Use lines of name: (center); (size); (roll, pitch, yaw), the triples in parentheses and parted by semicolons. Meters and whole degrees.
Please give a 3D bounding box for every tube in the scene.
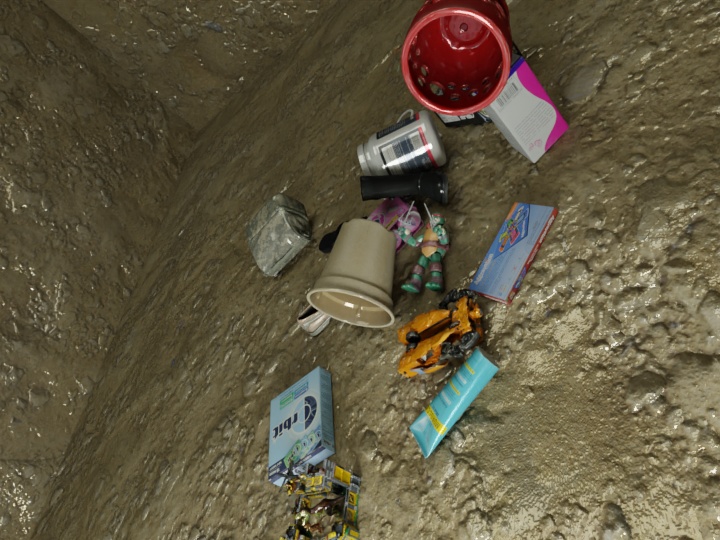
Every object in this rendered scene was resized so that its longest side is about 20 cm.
tube: (0.161, 0.227, 0.984); (0.202, 0.050, 0.078); (-53, 25, 11)

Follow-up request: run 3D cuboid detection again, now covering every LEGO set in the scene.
LEGO set: (-0.094, 0.433, 1.045); (0.197, 0.115, 0.157); (-18, 46, 43)

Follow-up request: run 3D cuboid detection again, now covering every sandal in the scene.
sandal: (-0.052, -0.097, 1.549); (0.197, 0.043, 0.078); (-23, 43, 39)

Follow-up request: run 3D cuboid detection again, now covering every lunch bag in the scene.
lunch bag: (-0.245, -0.100, 1.715); (0.199, 0.138, 0.171); (-40, 51, 25)

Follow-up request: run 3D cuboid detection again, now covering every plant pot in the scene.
plant pot: (0.000, 0.000, 1.234); (0.197, 0.198, 0.188); (-9, 57, 47)
plant pot: (0.186, -0.423, 1.040); (0.197, 0.200, 0.186); (-20, 36, 40)

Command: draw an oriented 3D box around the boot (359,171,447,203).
boot: (0.096, -0.191, 1.301); (0.165, 0.193, 0.068); (-96, 6, -75)

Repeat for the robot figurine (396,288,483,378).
robot figurine: (0.154, 0.121, 1.073); (0.198, 0.058, 0.148); (-31, 39, 32)

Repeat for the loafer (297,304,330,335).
loafer: (-0.079, 0.072, 1.410); (0.201, 0.062, 0.072); (-51, 32, 5)

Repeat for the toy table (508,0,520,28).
toy table: (0.280, -0.574, 1.302); (0.198, 0.181, 0.120); (24, 93, 44)

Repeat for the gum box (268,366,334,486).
gum box: (-0.132, 0.342, 1.248); (0.169, 0.044, 0.203); (-38, 35, 24)

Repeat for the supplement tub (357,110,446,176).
supplement tub: (0.104, -0.294, 1.406); (0.195, 0.141, 0.143); (-21, 42, 17)

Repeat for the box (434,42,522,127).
box: (0.291, -0.456, 1.401); (0.198, 0.086, 0.167); (10, 68, 54)

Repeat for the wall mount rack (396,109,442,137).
wall mount rack: (0.121, -0.335, 1.527); (0.203, 0.074, 0.173); (-60, 30, -7)

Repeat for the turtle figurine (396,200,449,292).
turtle figurine: (0.147, -0.057, 1.209); (0.149, 0.098, 0.206); (-18, 60, 60)

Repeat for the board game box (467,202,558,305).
board game box: (0.290, -0.036, 1.078); (0.102, 0.019, 0.203); (19, 76, 55)

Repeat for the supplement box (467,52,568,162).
supplement box: (0.320, -0.334, 1.149); (0.101, 0.199, 0.104); (-44, 32, 11)

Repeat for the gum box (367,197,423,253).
gum box: (0.058, -0.091, 1.381); (0.200, 0.066, 0.114); (-47, 32, 11)
